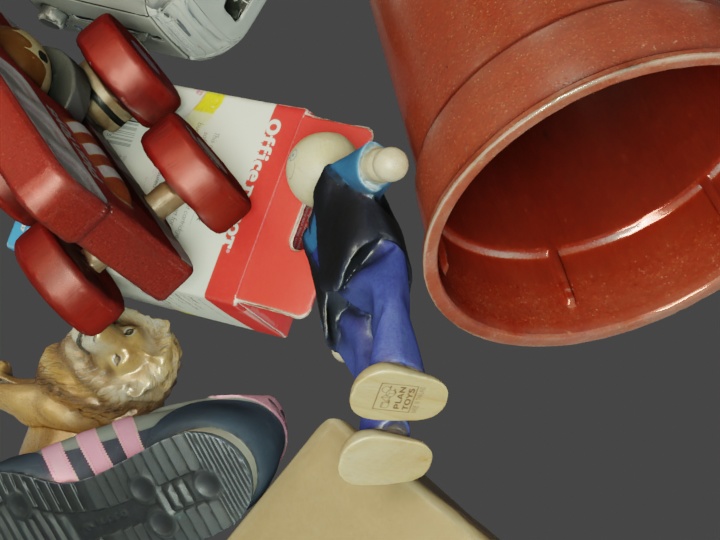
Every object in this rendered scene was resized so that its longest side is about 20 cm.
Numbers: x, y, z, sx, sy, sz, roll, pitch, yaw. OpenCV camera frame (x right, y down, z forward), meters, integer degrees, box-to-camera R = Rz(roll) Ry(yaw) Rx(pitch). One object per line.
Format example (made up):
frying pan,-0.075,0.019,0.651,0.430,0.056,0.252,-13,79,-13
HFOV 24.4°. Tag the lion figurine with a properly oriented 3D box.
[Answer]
lion figurine,-0.171,0.114,0.923,0.122,0.072,0.200,11,89,19

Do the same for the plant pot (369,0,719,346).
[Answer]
plant pot,0.098,-0.101,0.820,0.200,0.201,0.196,-27,54,11

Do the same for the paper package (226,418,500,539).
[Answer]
paper package,0.003,0.205,0.784,0.191,0.103,0.200,38,87,29

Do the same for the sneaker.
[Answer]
sneaker,-0.124,0.110,0.857,0.200,0.082,0.070,-13,104,26

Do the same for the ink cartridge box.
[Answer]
ink cartridge box,-0.085,-0.036,0.934,0.200,0.067,0.116,14,77,27

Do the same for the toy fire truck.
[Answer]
toy fire truck,-0.158,-0.073,0.841,0.112,0.168,0.200,-38,60,3

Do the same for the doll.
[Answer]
doll,0.000,0.000,0.787,0.048,0.137,0.200,1,40,-13

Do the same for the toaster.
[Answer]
toaster,-0.111,-0.220,0.993,0.129,0.114,0.200,24,79,25
